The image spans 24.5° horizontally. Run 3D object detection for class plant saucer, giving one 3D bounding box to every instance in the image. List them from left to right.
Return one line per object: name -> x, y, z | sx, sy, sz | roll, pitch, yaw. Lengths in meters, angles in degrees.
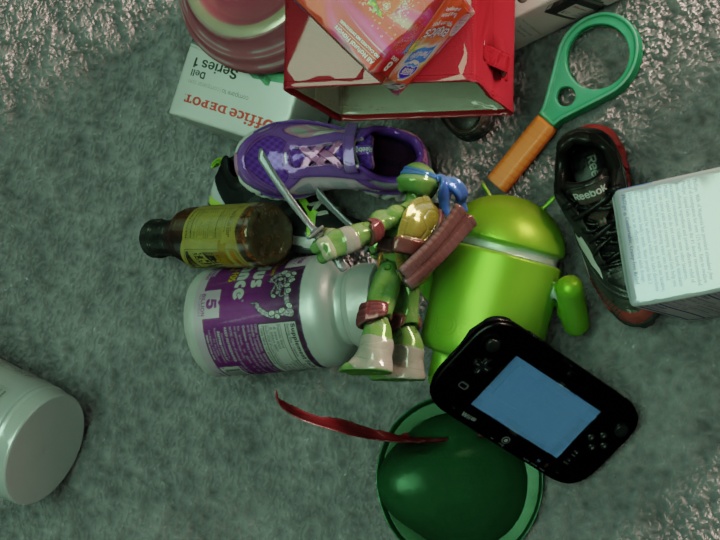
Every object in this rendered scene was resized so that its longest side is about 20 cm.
plant saucer -> -0.099, -0.296, 1.638 | 0.199, 0.051, 0.202 | -4, 81, 25

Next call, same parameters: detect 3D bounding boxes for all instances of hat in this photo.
hat -> 0.048, 0.194, 1.533 | 0.199, 0.176, 0.167 | -4, 83, 25

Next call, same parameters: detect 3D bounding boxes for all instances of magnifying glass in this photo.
magnifying glass -> 0.193, -0.160, 1.593 | 0.080, 0.022, 0.200 | 43, 103, 23

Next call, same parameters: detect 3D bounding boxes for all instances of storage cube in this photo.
storage cube -> 0.037, -0.238, 1.489 | 0.199, 0.171, 0.181 | 0, 85, 17

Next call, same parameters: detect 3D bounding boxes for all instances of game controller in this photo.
game controller -> 0.157, 0.120, 1.500 | 0.105, 0.200, 0.042 | -52, 26, 10

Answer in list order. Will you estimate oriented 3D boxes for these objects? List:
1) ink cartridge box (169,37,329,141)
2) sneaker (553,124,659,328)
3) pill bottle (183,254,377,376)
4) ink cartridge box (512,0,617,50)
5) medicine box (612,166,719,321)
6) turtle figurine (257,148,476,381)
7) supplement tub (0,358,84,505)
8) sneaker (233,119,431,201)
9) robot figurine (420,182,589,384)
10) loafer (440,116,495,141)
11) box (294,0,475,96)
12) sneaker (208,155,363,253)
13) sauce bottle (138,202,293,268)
ink cartridge box -> -0.092, -0.227, 1.700 | 0.145, 0.084, 0.201 | 18, 91, 26
sneaker -> 0.224, -0.044, 1.522 | 0.070, 0.098, 0.202 | -20, 77, 19
pill bottle -> -0.065, 0.043, 1.641 | 0.199, 0.112, 0.113 | -7, 81, 24
ink cartridge box -> 0.181, -0.315, 1.581 | 0.199, 0.084, 0.145 | -24, 75, 21
medicine box -> 0.340, -0.028, 1.418 | 0.199, 0.182, 0.104 | -13, 79, 23
turtle figurine -> 0.000, 0.000, 1.510 | 0.199, 0.144, 0.195 | 4, 80, -4
supplement tub -> -0.412, 0.155, 1.782 | 0.199, 0.132, 0.133 | 23, 94, 26
sneaker -> -0.021, -0.110, 1.602 | 0.199, 0.088, 0.081 | 0, 86, -10
robot figurine -> 0.124, 0.021, 1.551 | 0.175, 0.116, 0.201 | 14, 90, 26
loafer -> 0.075, -0.221, 1.627 | 0.073, 0.072, 0.201 | -26, 74, 19
box -> -0.013, -0.252, 1.367 | 0.100, 0.095, 0.200 | -46, 74, 8
sneaker -> -0.077, -0.072, 1.668 | 0.199, 0.072, 0.083 | 15, 107, 30
sauce bottle -> -0.149, -0.034, 1.662 | 0.199, 0.066, 0.066 | -1, 83, 51
